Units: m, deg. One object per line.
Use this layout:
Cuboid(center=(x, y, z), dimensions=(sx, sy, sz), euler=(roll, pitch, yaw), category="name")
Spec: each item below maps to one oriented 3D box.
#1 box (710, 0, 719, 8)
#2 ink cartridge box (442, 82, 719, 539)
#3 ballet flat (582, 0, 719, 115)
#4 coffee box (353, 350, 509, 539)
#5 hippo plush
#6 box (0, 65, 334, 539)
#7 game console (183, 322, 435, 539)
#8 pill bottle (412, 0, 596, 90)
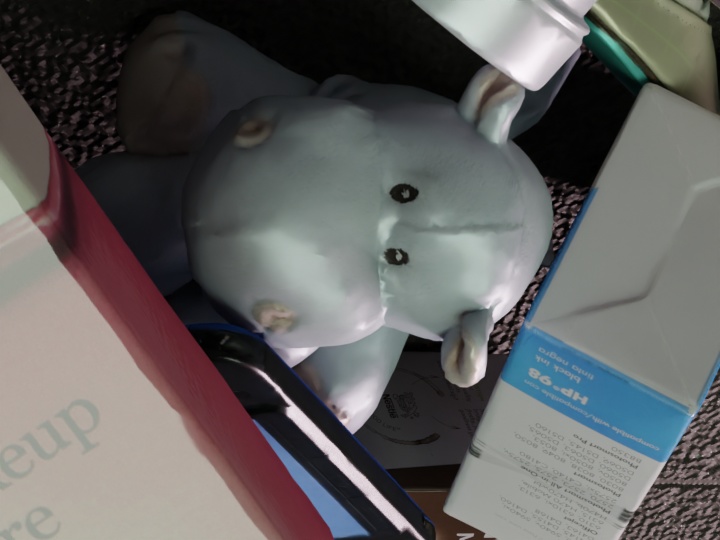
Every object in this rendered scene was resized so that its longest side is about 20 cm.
Cuboid(center=(0.164, -0.176, 0.734), dimensions=(0.160, 0.049, 0.200), euler=(30, 104, -39), category="box")
Cuboid(center=(0.091, 0.037, 0.844), dimensions=(0.067, 0.116, 0.200), euler=(26, 150, 6), category="ink cartridge box")
Cuboid(center=(0.079, -0.116, 0.789), dimensions=(0.069, 0.070, 0.200), euler=(-39, 131, 20), category="ballet flat")
Cuboid(center=(-0.034, 0.097, 0.941), dimensions=(0.200, 0.080, 0.114), euler=(2, 133, -18), category="coffee box")
Cuboid(center=(0.000, 0.000, 0.770), dimensions=(0.200, 0.161, 0.159), euler=(3, 101, -17), category="hippo plush")
Cuboid(center=(-0.103, 0.055, 0.623), dimensions=(0.128, 0.109, 0.200), euler=(-34, 111, 1), category="box")
Cuboid(center=(-0.083, 0.115, 0.770), dimensions=(0.171, 0.118, 0.200), euler=(-7, 152, 19), category="game console")
Cuboid(center=(0.084, -0.151, 0.624), dimensions=(0.112, 0.112, 0.200), euler=(32, 103, -37), category="pill bottle")
